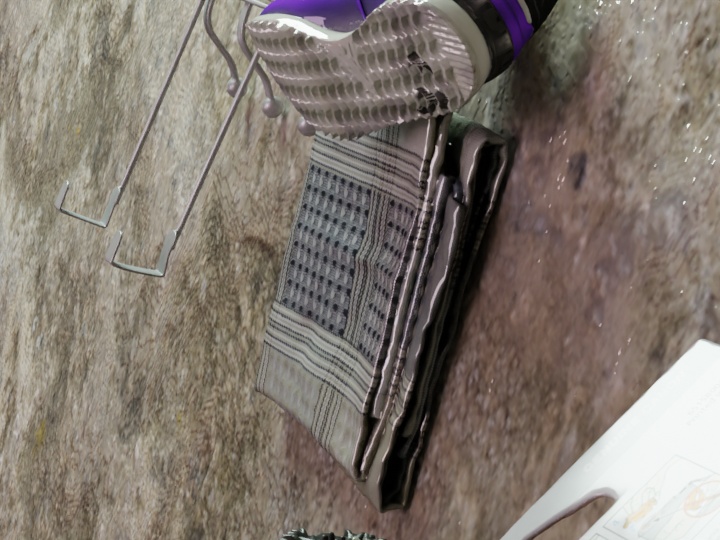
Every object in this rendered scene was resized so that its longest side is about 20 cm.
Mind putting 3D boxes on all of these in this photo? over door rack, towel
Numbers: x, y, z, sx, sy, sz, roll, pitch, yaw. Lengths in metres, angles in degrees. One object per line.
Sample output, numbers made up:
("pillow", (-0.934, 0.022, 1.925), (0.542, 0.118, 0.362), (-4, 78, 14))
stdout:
("over door rack", (-0.087, -0.089, 1.235), (0.201, 0.066, 0.148), (-55, 25, -1))
("towel", (0.000, 0.000, 1.055), (0.200, 0.034, 0.194), (34, 110, 64))

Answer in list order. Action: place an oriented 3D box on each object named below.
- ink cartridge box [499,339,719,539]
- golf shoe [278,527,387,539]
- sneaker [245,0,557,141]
("ink cartridge box", (0.095, 0.117, 0.629), (0.200, 0.044, 0.173), (-43, 23, -12))
("golf shoe", (0.001, 0.179, 0.837), (0.200, 0.077, 0.089), (-117, 38, -56))
("sneaker", (0.027, -0.119, 0.991), (0.099, 0.070, 0.200), (-42, 22, -23))
